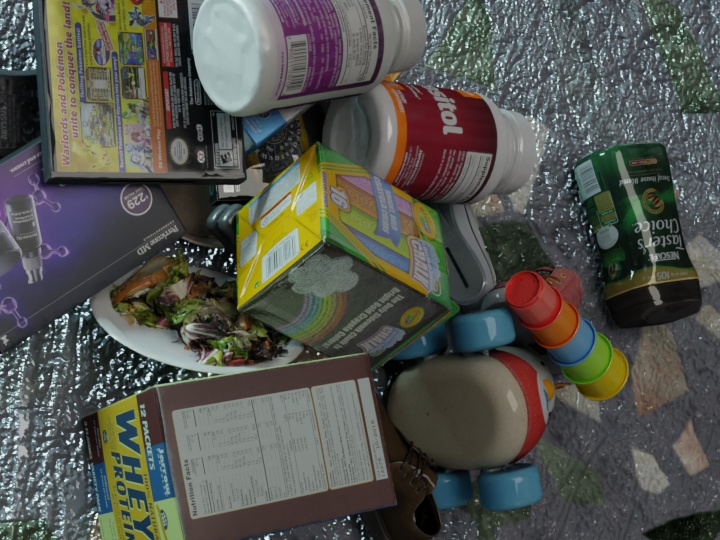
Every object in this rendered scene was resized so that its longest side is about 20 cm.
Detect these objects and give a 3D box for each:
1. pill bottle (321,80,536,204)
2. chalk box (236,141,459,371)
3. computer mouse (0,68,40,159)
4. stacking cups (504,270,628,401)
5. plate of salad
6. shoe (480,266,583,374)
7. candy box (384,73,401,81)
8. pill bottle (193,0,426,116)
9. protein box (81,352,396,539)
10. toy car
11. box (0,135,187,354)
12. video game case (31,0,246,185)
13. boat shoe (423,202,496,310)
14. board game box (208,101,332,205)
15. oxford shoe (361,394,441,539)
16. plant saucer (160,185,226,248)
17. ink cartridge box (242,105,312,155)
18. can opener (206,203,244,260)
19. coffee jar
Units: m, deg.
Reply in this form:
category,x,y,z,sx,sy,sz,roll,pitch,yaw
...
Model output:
category,x,y,z,sx,sy,sz,roll,pitch,yaw
pill bottle,0.071,-0.123,1.448,0.199,0.113,0.114,2,74,-36
chalk box,0.000,0.000,1.343,0.199,0.124,0.124,29,39,-33
computer mouse,-0.321,-0.149,1.354,0.199,0.053,0.140,4,86,-25
stacking cups,0.197,0.066,1.433,0.200,0.060,0.061,39,55,-49
plate of salad,-0.143,0.033,1.335,0.199,0.200,0.048,2,116,-28
shoe,0.180,0.033,1.530,0.200,0.071,0.092,40,48,-53
candy box,-0.062,-0.232,1.520,0.200,0.055,0.116,43,64,-12
pill bottle,-0.040,-0.206,1.314,0.199,0.112,0.113,-16,83,-38
protein box,-0.110,0.166,1.289,0.199,0.198,0.136,-7,81,-30
toy car,0.147,0.125,1.473,0.199,0.176,0.186,-11,91,-43
box,-0.276,-0.039,1.303,0.199,0.079,0.142,-35,106,-22
video game case,-0.194,-0.175,1.297,0.179,0.025,0.202,-1,81,-27
boat shoe,0.086,-0.042,1.544,0.067,0.073,0.201,31,37,-63
board game box,-0.089,-0.165,1.448,0.134,0.028,0.202,-1,81,-23
oxford shoe,0.032,0.174,1.383,0.073,0.084,0.201,-60,138,-42
plant saucer,-0.149,-0.115,1.452,0.199,0.034,0.202,8,73,-27
ink cartridge box,-0.069,-0.212,1.411,0.200,0.068,0.116,-39,95,-22
can opener,-0.065,0.004,1.428,0.200,0.053,0.067,43,70,-24
coffee jar,0.311,-0.038,1.650,0.104,0.085,0.202,-7,79,-30
